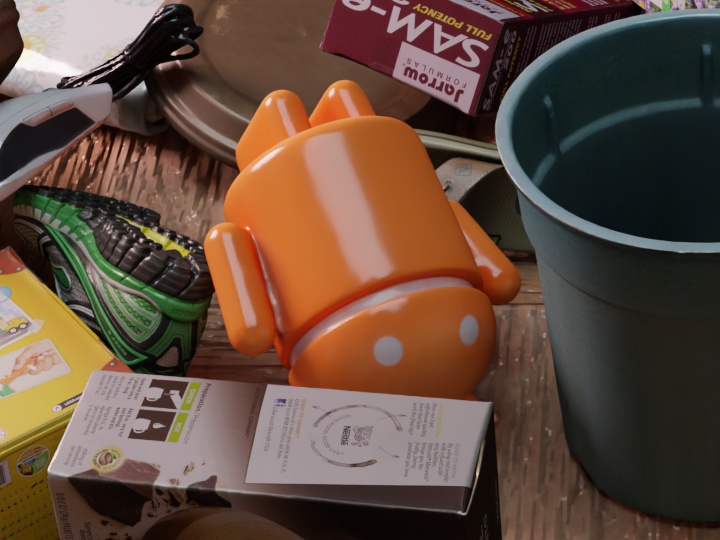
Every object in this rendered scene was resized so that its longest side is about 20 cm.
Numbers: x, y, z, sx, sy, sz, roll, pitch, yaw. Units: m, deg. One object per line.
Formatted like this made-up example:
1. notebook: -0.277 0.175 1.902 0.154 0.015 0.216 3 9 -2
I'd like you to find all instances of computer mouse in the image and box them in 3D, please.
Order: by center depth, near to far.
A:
1. computer mouse: -0.179 -0.088 1.469 0.110 0.044 0.200 -23 14 41

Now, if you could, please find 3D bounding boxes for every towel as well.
1. towel: -0.153 -0.165 1.663 0.171 0.048 0.200 15 42 28

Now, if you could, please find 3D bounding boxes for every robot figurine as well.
1. robot figurine: 0.002 -0.001 1.348 0.117 0.144 0.200 -30 67 20

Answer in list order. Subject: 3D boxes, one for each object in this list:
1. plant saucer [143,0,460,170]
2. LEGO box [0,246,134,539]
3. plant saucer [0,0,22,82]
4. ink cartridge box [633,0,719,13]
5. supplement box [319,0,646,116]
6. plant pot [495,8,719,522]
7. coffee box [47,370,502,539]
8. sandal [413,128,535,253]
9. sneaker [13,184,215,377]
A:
1. plant saucer: -0.033 -0.129 1.572 0.200 0.029 0.200 7 45 -7
2. LEGO box: -0.226 0.089 1.323 0.200 0.077 0.149 -26 42 -23
3. plant saucer: -0.259 -0.074 1.467 0.029 0.200 0.200 44 48 -4
4. ink cartridge box: 0.213 -0.193 1.551 0.109 0.050 0.200 -21 42 -23
5. supplement box: 0.077 -0.145 1.520 0.109 0.061 0.200 25 21 24
6. plant pot: 0.172 0.005 1.280 0.200 0.196 0.200 -4 39 3
7. coffee box: -0.036 0.120 1.230 0.200 0.113 0.080 3 39 13
8. sandal: 0.053 -0.033 1.438 0.201 0.080 0.057 0 36 7
9. sneaker: -0.146 0.006 1.419 0.078 0.085 0.200 12 11 -29
